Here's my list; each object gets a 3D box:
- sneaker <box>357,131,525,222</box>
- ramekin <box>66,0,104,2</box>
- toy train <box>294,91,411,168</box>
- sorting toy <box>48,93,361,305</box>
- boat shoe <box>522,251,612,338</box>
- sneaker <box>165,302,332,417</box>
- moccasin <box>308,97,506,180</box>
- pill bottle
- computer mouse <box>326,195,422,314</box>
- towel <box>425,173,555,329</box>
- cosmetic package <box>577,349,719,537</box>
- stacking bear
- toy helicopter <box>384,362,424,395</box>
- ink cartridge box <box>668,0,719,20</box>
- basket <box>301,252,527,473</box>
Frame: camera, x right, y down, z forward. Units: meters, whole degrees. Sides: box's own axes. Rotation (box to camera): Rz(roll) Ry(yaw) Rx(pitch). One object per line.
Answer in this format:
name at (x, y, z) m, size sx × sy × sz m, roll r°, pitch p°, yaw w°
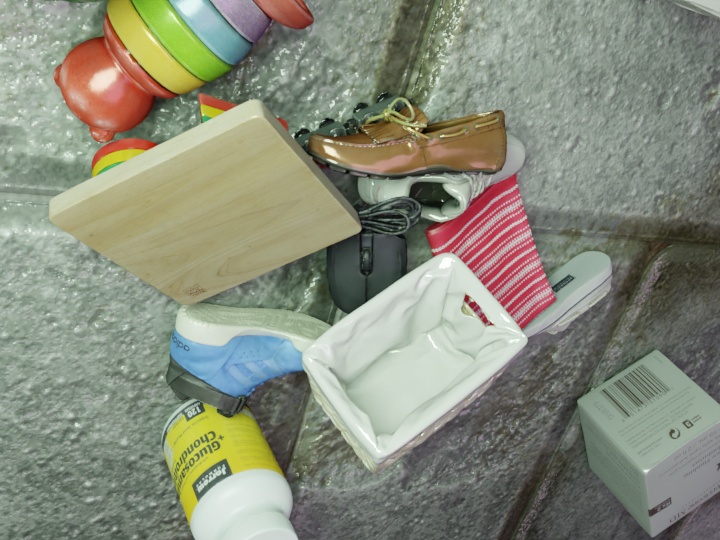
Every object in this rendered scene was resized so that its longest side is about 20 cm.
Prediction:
sneaker at (0.103, -0.092, 0.862) m, size 0.198 × 0.099 × 0.079 m, roll -19°, pitch 129°, yaw -18°
ramekin at (-0.195, -0.273, 0.519) m, size 0.197 × 0.098 × 0.203 m, roll -1°, pitch 100°, yaw -5°
toy train at (-0.035, -0.124, 0.804) m, size 0.198 × 0.034 × 0.046 m, roll -26°, pitch 133°, yaw -12°
sorting toy at (-0.130, -0.068, 0.709) m, size 0.198 × 0.070 × 0.199 m, roll -22°, pitch 150°, yaw 14°
boat shoe at (0.255, 0.050, 1.073) m, size 0.199 × 0.072 × 0.066 m, roll -35°, pitch 128°, yaw -16°
sneaker at (-0.114, 0.105, 0.882) m, size 0.198 × 0.077 × 0.112 m, roll 8°, pitch 110°, yaw -29°
moccasin at (0.048, -0.129, 0.773) m, size 0.199 × 0.074 × 0.079 m, roll -3°, pitch 107°, yaw -10°
pill bottle at (-0.140, 0.235, 0.875) m, size 0.111 × 0.200 × 0.113 m, roll -15°, pitch 127°, yaw -21°
computer mouse at (0.000, 0.000, 0.852) m, size 0.137 × 0.053 × 0.201 m, roll -3°, pitch 148°, yaw 5°
towel at (0.160, -0.003, 0.960) m, size 0.144 × 0.022 × 0.201 m, roll -36°, pitch 119°, yaw -21°
cosmetic package at (0.468, 0.275, 1.281) m, size 0.164 × 0.165 × 0.201 m, roll -30°, pitch 131°, yaw -7°
stacking bear at (-0.155, -0.188, 0.642) m, size 0.199 × 0.114 × 0.122 m, roll -37°, pitch 95°, yaw 12°
toy helicopter at (0.065, 0.097, 0.963) m, size 0.078 × 0.132 × 0.201 m, roll 29°, pitch 86°, yaw -8°
ink cartridge box at (0.362, -0.364, 0.798) m, size 0.143 × 0.147 × 0.202 m, roll 5°, pitch 118°, yaw -32°
basket at (0.053, 0.101, 0.840) m, size 0.199 × 0.136 × 0.124 m, roll -34°, pitch 159°, yaw -17°
